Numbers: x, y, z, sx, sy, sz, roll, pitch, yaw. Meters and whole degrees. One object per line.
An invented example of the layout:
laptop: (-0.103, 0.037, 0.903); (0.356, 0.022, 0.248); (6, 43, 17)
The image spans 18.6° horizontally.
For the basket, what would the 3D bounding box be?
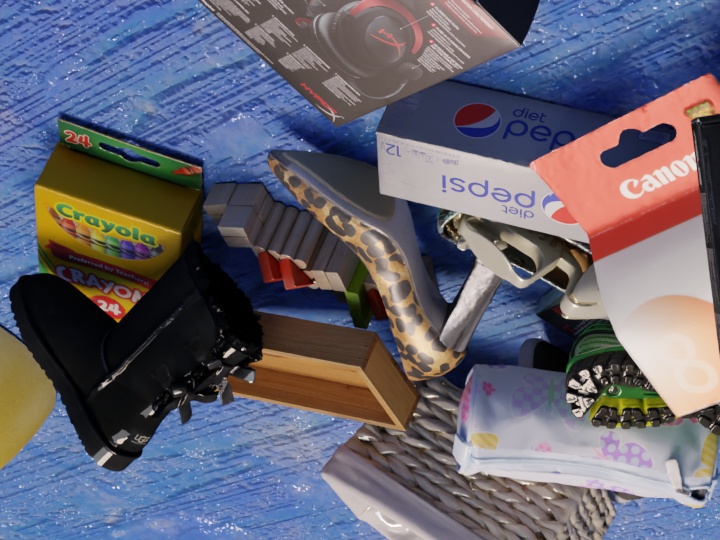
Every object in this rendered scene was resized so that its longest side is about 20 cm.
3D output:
basket: (0.091, 0.180, 1.754); (0.200, 0.123, 0.136); (30, 167, 25)

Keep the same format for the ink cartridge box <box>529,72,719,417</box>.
ink cartridge box: (0.218, -0.011, 1.416); (0.162, 0.050, 0.200); (-26, 112, 41)

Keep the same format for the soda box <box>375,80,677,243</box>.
soda box: (0.114, -0.074, 1.507); (0.200, 0.064, 0.068); (13, 143, 14)

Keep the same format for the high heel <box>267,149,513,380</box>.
high heel: (0.000, 0.000, 1.633); (0.200, 0.071, 0.143); (29, 128, 1)

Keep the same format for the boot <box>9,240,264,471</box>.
boot: (-0.173, 0.041, 1.704); (0.162, 0.198, 0.073); (-43, 151, 20)

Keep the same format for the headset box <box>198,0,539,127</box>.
headset box: (0.011, -0.189, 1.398); (0.149, 0.075, 0.200); (41, 142, -25)

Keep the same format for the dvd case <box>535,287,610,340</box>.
dvd case: (0.249, 0.050, 1.637); (0.200, 0.022, 0.146); (31, 145, -12)

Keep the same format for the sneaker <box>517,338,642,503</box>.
sneaker: (0.204, 0.110, 1.710); (0.099, 0.071, 0.200); (-11, 137, 34)

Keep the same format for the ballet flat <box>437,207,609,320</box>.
ballet flat: (0.141, -0.003, 1.561); (0.200, 0.074, 0.074); (28, 147, 7)

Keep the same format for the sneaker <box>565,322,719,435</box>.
sneaker: (0.248, 0.066, 1.584); (0.200, 0.085, 0.078); (6, 127, 0)

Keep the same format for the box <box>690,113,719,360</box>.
box: (0.309, -0.008, 1.334); (0.193, 0.200, 0.048); (-7, -178, 1)

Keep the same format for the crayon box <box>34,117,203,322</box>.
crayon box: (-0.195, -0.028, 1.763); (0.127, 0.051, 0.200); (18, 146, 7)

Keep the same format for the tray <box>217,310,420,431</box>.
tray: (-0.060, 0.071, 1.735); (0.200, 0.037, 0.099); (10, 152, 31)

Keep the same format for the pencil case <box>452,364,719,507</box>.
pencil case: (0.168, 0.124, 1.629); (0.200, 0.091, 0.083); (9, 144, -2)

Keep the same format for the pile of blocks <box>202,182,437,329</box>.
pile of blocks: (-0.036, 0.002, 1.701); (0.200, 0.062, 0.082); (24, 146, 0)

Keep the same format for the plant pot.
plant pot: (-0.402, 0.139, 2.032); (0.200, 0.142, 0.200); (16, 146, 11)
